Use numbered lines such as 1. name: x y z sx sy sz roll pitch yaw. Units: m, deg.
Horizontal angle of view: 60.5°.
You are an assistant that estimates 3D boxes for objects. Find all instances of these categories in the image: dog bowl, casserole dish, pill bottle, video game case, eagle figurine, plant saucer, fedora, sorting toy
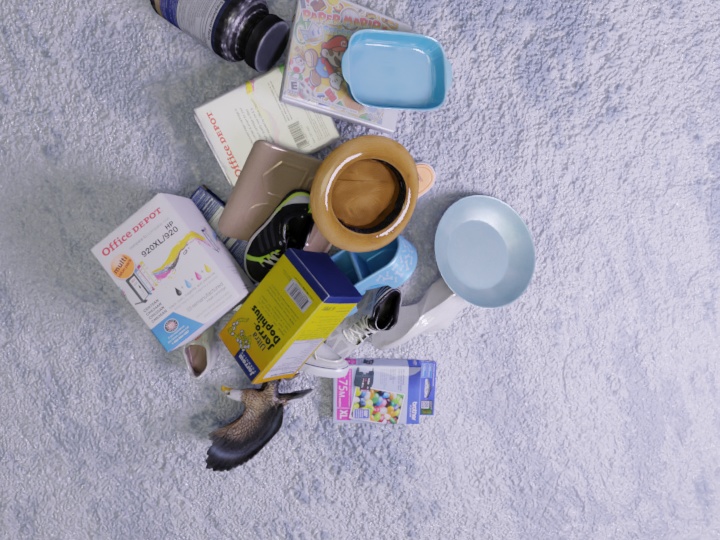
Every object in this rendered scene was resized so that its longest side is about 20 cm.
1. dog bowl: 0.000 0.000 1.066 0.199 0.112 0.050 -31 137 9
2. casserole dish: 0.055 -0.315 0.986 0.199 0.039 0.122 -4 94 -24
3. pill bottle: -0.213 -0.393 0.947 0.200 0.112 0.112 35 101 7
4. video game case: -0.020 -0.332 0.982 0.199 0.023 0.183 11 88 -25
5. eagle figurine: -0.194 0.258 1.118 0.150 0.152 0.201 19 87 36
6. plant saucer: 0.212 -0.030 1.084 0.200 0.039 0.202 4 78 -18
7. fedora: -0.002 -0.126 0.981 0.200 0.082 0.202 -14 118 -28
8. sorting toy: -0.116 -0.115 1.036 0.199 0.037 0.186 16 123 -27

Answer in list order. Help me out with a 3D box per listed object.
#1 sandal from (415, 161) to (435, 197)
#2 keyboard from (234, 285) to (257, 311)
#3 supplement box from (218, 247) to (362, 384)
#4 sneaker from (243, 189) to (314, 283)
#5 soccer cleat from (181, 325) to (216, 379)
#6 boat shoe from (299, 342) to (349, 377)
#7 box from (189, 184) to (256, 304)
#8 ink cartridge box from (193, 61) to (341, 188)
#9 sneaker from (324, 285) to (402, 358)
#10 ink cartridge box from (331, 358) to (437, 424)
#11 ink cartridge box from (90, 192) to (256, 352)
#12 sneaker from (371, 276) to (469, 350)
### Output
1. sandal: 0.038 -0.123 1.071 0.206 0.059 0.079 -33 102 7
2. keyboard: -0.262 0.039 1.128 0.199 0.011 0.057 14 108 -5
3. supplement box: -0.114 0.074 1.001 0.200 0.109 0.110 -49 67 17
4. sneaker: -0.132 -0.044 1.009 0.071 0.083 0.200 18 123 -28
5. soccer cleat: -0.291 0.095 1.099 0.069 0.078 0.201 -4 107 1
6. boat shoe: -0.106 0.119 1.100 0.201 0.075 0.087 21 106 19
7. box: -0.238 -0.040 1.091 0.200 0.032 0.121 40 95 -8
8. ink cartridge box: -0.150 -0.243 1.023 0.199 0.084 0.145 -25 103 3
9. sneaker: 0.000 0.094 1.093 0.076 0.115 0.201 37 100 -11
10. ink cartridge box: 0.046 0.229 1.168 0.199 0.042 0.120 1 104 -4
11. ink cartridge box: -0.293 0.000 0.994 0.147 0.145 0.200 -37 90 3
12. sneaker: 0.116 0.095 1.127 0.200 0.075 0.088 -34 133 15
